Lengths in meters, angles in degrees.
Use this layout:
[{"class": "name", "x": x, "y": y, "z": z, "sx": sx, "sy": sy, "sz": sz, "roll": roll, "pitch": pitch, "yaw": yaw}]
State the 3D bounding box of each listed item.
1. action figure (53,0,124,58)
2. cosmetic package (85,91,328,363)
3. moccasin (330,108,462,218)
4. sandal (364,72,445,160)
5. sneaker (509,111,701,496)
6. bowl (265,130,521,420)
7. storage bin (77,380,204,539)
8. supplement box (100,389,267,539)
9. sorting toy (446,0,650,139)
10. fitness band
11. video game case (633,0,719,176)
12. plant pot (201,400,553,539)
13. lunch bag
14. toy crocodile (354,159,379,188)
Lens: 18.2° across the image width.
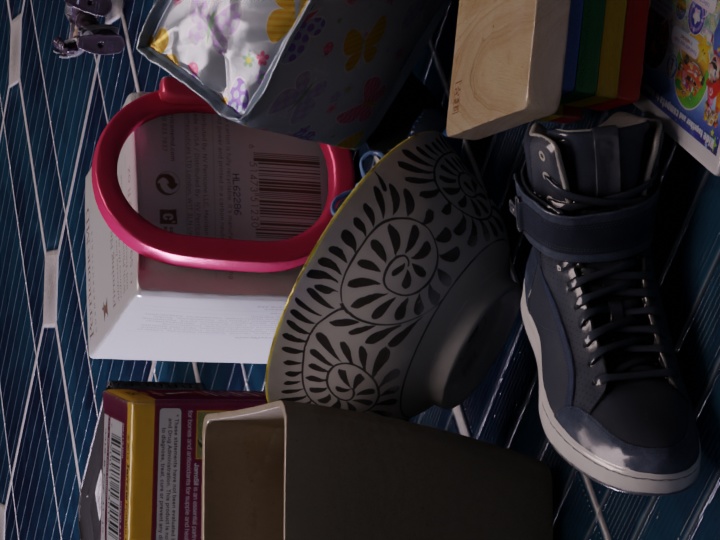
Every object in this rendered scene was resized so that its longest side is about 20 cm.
[{"class": "action figure", "x": -0.322, "y": -0.306, "z": 2.610, "sx": 0.200, "sy": 0.069, "sz": 0.131, "roll": -134, "pitch": 43, "yaw": -70}, {"class": "cosmetic package", "x": -0.123, "y": -0.029, "z": 1.805, "sx": 0.200, "sy": 0.166, "sz": 0.168, "roll": 135, "pitch": 134, "yaw": -66}, {"class": "moccasin", "x": 0.009, "y": -0.024, "z": 1.486, "sx": 0.080, "sy": 0.068, "sz": 0.201, "roll": -40, "pitch": -24, "yaw": -56}, {"class": "sandal", "x": 0.004, "y": -0.133, "z": 1.576, "sx": 0.076, "sy": 0.043, "sz": 0.200, "roll": -43, "pitch": 31, "yaw": -4}, {"class": "sneaker", "x": 0.128, "y": 0.007, "z": 1.148, "sx": 0.203, "sy": 0.077, "sz": 0.147, "roll": -110, "pitch": 19, "yaw": -52}, {"class": "bowl", "x": 0.036, "y": 0.025, "z": 1.370, "sx": 0.094, "sy": 0.201, "sz": 0.201, "roll": 31, "pitch": 129, "yaw": 19}, {"class": "storage bin", "x": -0.206, "y": 0.213, "z": 2.149, "sx": 0.136, "sy": 0.093, "sz": 0.200, "roll": -106, "pitch": 26, "yaw": -43}, {"class": "supplement box", "x": -0.079, "y": 0.151, "z": 1.592, "sx": 0.103, "sy": 0.199, "sz": 0.132, "roll": -175, "pitch": 88, "yaw": -72}, {"class": "sorting toy", "x": 0.109, "y": -0.175, "z": 1.222, "sx": 0.200, "sy": 0.069, "sz": 0.200, "roll": 174, "pitch": 102, "yaw": -81}, {"class": "fitness band", "x": -0.103, "y": -0.071, "z": 1.694, "sx": 0.037, "sy": 0.199, "sz": 0.144, "roll": 131, "pitch": 142, "yaw": -71}, {"class": "video game case", "x": 0.179, "y": -0.166, "z": 1.133, "sx": 0.143, "sy": 0.018, "sz": 0.201, "roll": -125, "pitch": 41, "yaw": -61}, {"class": "plant pot", "x": 0.012, "y": 0.184, "z": 1.345, "sx": 0.200, "sy": 0.176, "sz": 0.201, "roll": 161, "pitch": 109, "yaw": -71}, {"class": "lunch bag", "x": -0.025, "y": -0.194, "z": 1.448, "sx": 0.127, "sy": 0.169, "sz": 0.200, "roll": 39, "pitch": 106, "yaw": 24}, {"class": "toy crocodile", "x": 0.000, "y": 0.000, "z": 1.590, "sx": 0.068, "sy": 0.061, "sz": 0.201, "roll": -108, "pitch": 27, "yaw": -46}]
